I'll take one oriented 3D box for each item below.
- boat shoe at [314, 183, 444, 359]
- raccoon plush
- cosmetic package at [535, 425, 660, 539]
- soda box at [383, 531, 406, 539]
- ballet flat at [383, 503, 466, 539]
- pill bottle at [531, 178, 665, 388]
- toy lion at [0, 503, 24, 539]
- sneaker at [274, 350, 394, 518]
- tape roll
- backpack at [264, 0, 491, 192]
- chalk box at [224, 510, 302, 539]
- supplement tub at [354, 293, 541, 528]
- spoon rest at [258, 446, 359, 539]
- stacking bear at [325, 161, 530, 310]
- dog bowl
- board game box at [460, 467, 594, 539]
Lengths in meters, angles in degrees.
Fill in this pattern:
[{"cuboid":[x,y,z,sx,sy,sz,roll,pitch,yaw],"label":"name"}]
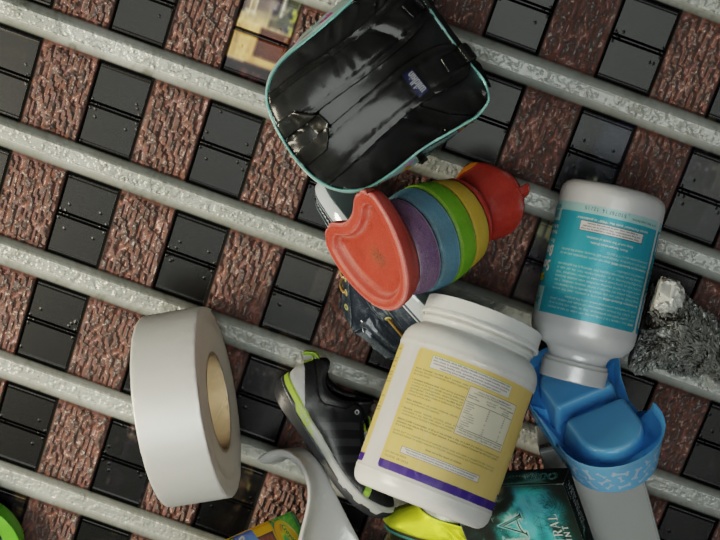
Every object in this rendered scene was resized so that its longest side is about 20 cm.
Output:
[{"cuboid":[0.000,0.000,1.565,0.091,0.071,0.201,-39,89,29],"label":"boat shoe"},{"cuboid":[0.350,0.076,1.512,0.133,0.200,0.098,17,87,7],"label":"raccoon plush"},{"cuboid":[0.264,0.259,1.612,0.106,0.090,0.202,-13,101,6],"label":"cosmetic package"},{"cuboid":[0.044,0.357,1.588,0.067,0.200,0.064,27,104,-5],"label":"soda box"},{"cuboid":[0.125,0.275,1.624,0.198,0.067,0.068,15,109,8],"label":"ballet flat"},{"cuboid":[0.238,0.015,1.513,0.109,0.111,0.202,13,90,-1],"label":"pill bottle"},{"cuboid":[-0.447,0.354,1.690,0.190,0.069,0.201,29,104,-12],"label":"toy lion"},{"cuboid":[-0.012,0.177,1.608,0.082,0.072,0.201,-36,96,6],"label":"sneaker"},{"cuboid":[-0.180,0.141,1.544,0.070,0.203,0.205,-9,104,6],"label":"tape roll"},{"cuboid":[0.005,-0.175,1.471,0.199,0.153,0.176,-39,97,-5],"label":"backpack"},{"cuboid":[-0.111,0.353,1.601,0.124,0.199,0.125,-45,71,42],"label":"chalk box"},{"cuboid":[0.091,0.139,1.471,0.144,0.145,0.202,21,83,-3],"label":"supplement tub"},{"cuboid":[-0.046,0.275,1.579,0.061,0.099,0.202,-42,63,38],"label":"spoon rest"},{"cuboid":[0.084,-0.047,1.494,0.199,0.121,0.114,-26,80,-33],"label":"stacking bear"},{"cuboid":[0.240,0.153,1.535,0.110,0.200,0.050,-21,127,-9],"label":"dog bowl"},{"cuboid":[0.182,0.296,1.549,0.134,0.028,0.202,-7,118,30],"label":"board game box"}]
